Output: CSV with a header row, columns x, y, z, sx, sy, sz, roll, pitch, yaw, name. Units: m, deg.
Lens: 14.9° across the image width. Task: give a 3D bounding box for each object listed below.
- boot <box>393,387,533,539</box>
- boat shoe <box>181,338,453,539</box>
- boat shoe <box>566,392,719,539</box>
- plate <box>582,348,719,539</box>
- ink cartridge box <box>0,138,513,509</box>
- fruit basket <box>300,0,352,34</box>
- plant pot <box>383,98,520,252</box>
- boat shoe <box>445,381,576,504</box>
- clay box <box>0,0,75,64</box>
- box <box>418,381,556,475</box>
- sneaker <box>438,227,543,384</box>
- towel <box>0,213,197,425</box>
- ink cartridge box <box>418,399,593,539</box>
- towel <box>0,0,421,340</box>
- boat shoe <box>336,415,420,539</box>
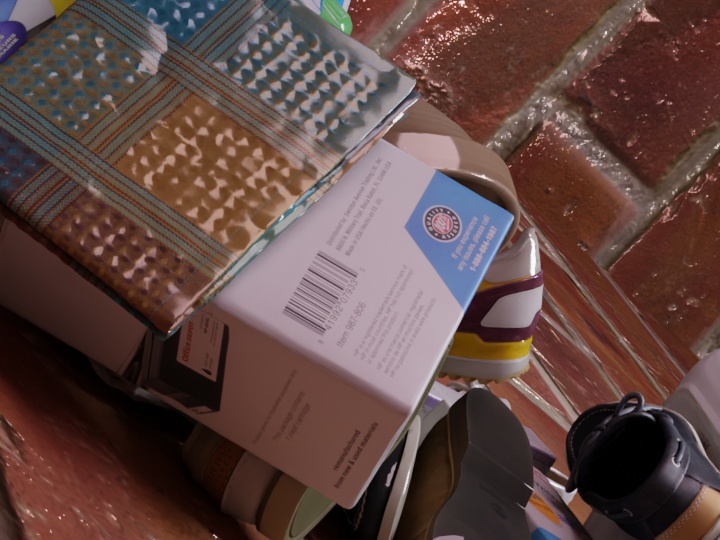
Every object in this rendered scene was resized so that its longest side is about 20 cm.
x,y,z,sx,sy,sz,roll,pitch,yaw,name
0.047,0.149,1.443,0.074,0.075,0.200,42,27,-19,boot
-0.017,0.063,1.338,0.068,0.075,0.200,29,26,14,boat shoe
0.155,0.109,1.566,0.062,0.075,0.200,40,3,-17,boat shoe
0.181,0.154,1.626,0.032,0.201,0.200,28,13,-16,plate
-0.051,-0.008,1.259,0.199,0.084,0.145,30,46,1,ink cartridge box
-0.065,-0.178,1.480,0.185,0.093,0.200,51,30,-20,fruit basket
-0.015,-0.050,1.552,0.201,0.200,0.093,32,43,-59,plant pot
0.061,0.100,1.720,0.200,0.070,0.071,41,9,-27,boat shoe
-0.202,-0.129,1.376,0.048,0.115,0.200,51,10,22,clay box
0.030,0.083,1.632,0.199,0.039,0.041,28,12,-34,box
0.000,0.000,1.483,0.199,0.091,0.075,9,12,4,sneaker
-0.138,-0.001,1.354,0.200,0.034,0.132,50,7,27,towel
0.081,0.152,1.563,0.115,0.068,0.200,39,9,-43,ink cartridge box
-0.083,-0.068,1.222,0.146,0.022,0.200,37,50,9,towel
-0.006,0.088,1.464,0.066,0.075,0.200,16,24,-5,boat shoe
